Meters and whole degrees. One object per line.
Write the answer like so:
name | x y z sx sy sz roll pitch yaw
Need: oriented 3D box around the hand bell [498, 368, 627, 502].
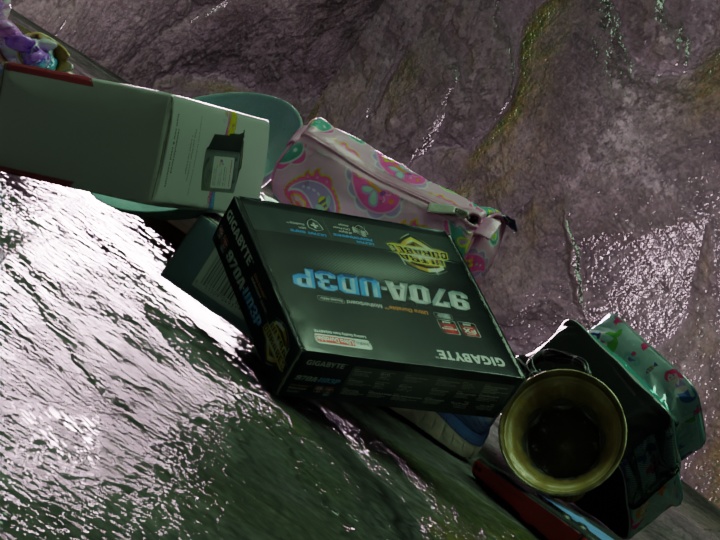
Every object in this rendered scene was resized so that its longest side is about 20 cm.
hand bell | 0.177 0.165 1.472 0.104 0.104 0.200 35 -12 20

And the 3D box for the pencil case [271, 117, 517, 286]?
pencil case | 0.025 -0.052 1.429 0.199 0.088 0.087 28 1 20

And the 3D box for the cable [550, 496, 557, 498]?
cable | 0.151 0.160 1.557 0.200 0.050 0.098 44 25 -74

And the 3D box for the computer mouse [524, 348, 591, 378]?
computer mouse | 0.122 0.096 1.618 0.198 0.059 0.034 -6 -39 30

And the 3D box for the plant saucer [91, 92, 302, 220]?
plant saucer | -0.143 -0.093 1.533 0.201 0.200 0.039 38 -30 51

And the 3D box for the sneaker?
sneaker | 0.042 0.076 1.481 0.199 0.090 0.079 34 2 -25

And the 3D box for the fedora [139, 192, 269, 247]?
fedora | -0.133 -0.053 1.626 0.200 0.082 0.201 34 3 -2

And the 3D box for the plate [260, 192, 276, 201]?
plate | 0.000 0.000 1.438 0.199 0.033 0.200 27 5 -10

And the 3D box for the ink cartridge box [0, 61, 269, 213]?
ink cartridge box | -0.174 -0.097 1.331 0.146 0.087 0.200 12 4 17

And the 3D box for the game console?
game console | 0.200 0.227 1.422 0.199 0.031 0.177 33 4 -40

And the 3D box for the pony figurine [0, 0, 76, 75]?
pony figurine | -0.363 -0.236 1.614 0.193 0.167 0.199 41 -16 -29

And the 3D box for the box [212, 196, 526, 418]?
box | 0.005 0.027 1.252 0.198 0.046 0.160 9 39 -33

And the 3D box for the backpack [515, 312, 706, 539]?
backpack | 0.246 0.156 1.694 0.178 0.150 0.201 46 -21 43

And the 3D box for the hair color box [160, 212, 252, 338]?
hair color box | -0.095 0.003 1.415 0.099 0.061 0.200 34 3 0
